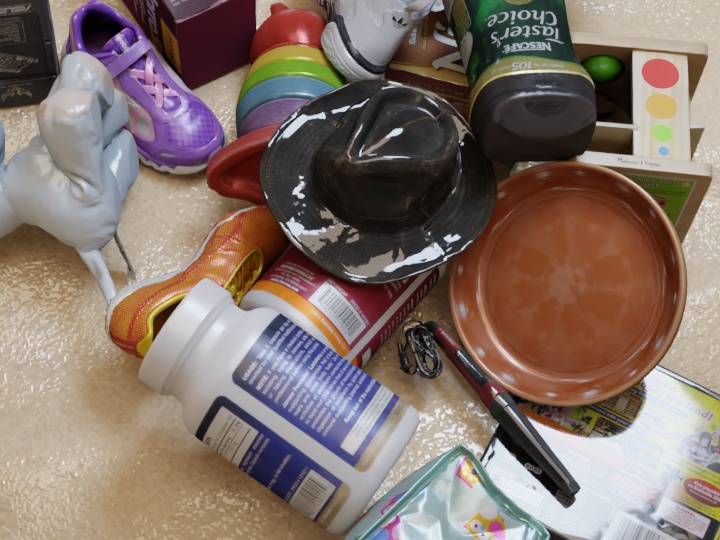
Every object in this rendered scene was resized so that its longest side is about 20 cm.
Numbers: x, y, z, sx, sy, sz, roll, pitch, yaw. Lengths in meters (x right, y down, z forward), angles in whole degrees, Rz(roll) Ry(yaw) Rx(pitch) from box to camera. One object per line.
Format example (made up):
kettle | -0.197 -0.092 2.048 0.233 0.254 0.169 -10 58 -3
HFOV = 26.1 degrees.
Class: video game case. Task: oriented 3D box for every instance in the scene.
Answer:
video game case | 0.213 0.155 1.284 0.199 0.026 0.181 26 63 12

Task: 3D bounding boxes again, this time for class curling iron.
curling iron | 0.105 0.114 1.278 0.200 0.026 0.050 42 90 18

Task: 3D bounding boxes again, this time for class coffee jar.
coffee jar | 0.132 -0.182 1.302 0.104 0.086 0.201 -2 54 -10

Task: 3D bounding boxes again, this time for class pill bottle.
pill bottle | 0.000 0.000 1.306 0.113 0.113 0.200 36 65 15
pill bottle | -0.064 0.101 1.187 0.200 0.116 0.116 35 65 3

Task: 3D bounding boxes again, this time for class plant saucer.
plant saucer | 0.171 0.011 1.283 0.199 0.032 0.202 -1 87 21

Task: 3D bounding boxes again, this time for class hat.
hat | 0.023 -0.089 1.243 0.199 0.081 0.202 5 63 -10

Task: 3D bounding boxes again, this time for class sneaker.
sneaker | -0.119 0.015 1.299 0.077 0.073 0.200 25 53 38
sneaker | 0.011 -0.262 1.398 0.075 0.115 0.201 27 32 -34
sneaker | -0.201 -0.171 1.402 0.080 0.089 0.200 -39 71 -23

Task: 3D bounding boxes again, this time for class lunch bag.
lunch bag | 0.025 0.244 1.140 0.122 0.170 0.200 43 67 6

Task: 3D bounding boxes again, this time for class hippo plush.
hippo plush | -0.282 -0.081 1.327 0.160 0.201 0.159 -5 17 6

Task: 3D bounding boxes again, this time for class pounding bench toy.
pounding bench toy | 0.198 -0.125 1.378 0.199 0.124 0.157 5 61 0

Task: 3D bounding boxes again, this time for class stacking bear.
stacking bear | -0.061 -0.153 1.390 0.121 0.114 0.201 31 41 -32

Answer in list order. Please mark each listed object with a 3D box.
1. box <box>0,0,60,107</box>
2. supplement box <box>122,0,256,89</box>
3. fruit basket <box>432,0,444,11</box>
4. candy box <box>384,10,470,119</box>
box | -0.370 -0.201 1.367 0.199 0.159 0.049 -8 63 -8
supplement box | -0.180 -0.284 1.451 0.085 0.111 0.200 -28 66 -16
fruit basket | 0.130 -0.345 1.435 0.199 0.094 0.186 -22 62 10
candy box | 0.102 -0.240 1.475 0.116 0.057 0.201 16 60 6
